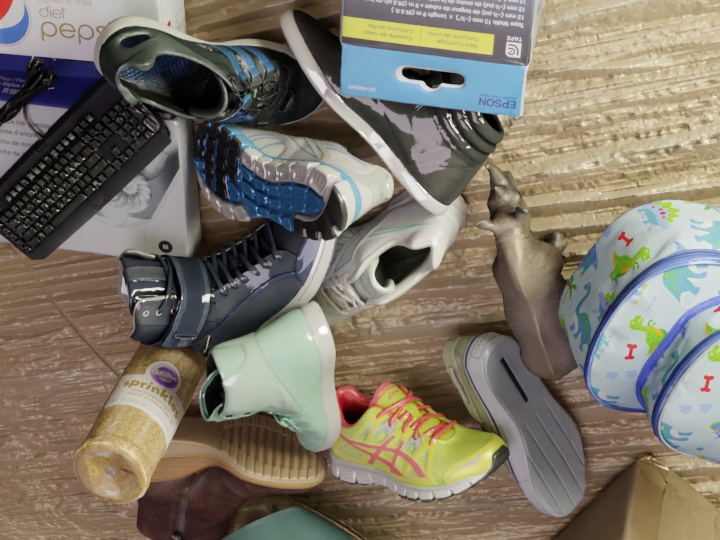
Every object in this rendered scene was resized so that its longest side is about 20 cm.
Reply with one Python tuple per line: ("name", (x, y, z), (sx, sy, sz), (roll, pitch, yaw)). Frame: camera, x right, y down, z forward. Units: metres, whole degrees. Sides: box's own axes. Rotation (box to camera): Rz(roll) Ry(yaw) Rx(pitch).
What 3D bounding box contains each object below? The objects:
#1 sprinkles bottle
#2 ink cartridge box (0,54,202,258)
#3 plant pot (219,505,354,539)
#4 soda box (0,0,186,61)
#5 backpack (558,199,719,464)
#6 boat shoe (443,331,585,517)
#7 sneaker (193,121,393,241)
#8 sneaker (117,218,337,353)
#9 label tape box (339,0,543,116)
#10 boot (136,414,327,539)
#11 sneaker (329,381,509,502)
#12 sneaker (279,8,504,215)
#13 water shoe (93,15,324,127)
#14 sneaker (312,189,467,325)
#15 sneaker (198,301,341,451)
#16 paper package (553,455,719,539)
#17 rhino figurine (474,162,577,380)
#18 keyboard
("sprinkles bottle", (-0.182, 0.112, 1.301), (0.067, 0.201, 0.069), (7, 124, 10))
("ink cartridge box", (-0.236, -0.107, 1.272), (0.197, 0.041, 0.202), (7, 123, 12))
("plant pot", (-0.071, 0.304, 1.421), (0.199, 0.199, 0.136), (-33, 73, 30))
("soda box", (-0.241, -0.211, 1.189), (0.197, 0.064, 0.069), (6, 119, 10))
("backpack", (0.263, 0.046, 1.136), (0.198, 0.148, 0.184), (14, 127, -18))
("boat shoe", (0.137, 0.130, 1.316), (0.062, 0.072, 0.201), (13, 137, 53))
("sneaker", (-0.054, -0.077, 1.208), (0.199, 0.086, 0.076), (24, 123, 40))
("sneaker", (-0.117, -0.002, 1.250), (0.145, 0.077, 0.203), (15, 129, -33))
("label tape box", (0.062, -0.223, 1.089), (0.142, 0.066, 0.202), (8, 119, 10))
("boot", (-0.128, 0.211, 1.446), (0.198, 0.073, 0.167), (10, 136, 7))
("sneaker", (0.040, 0.142, 1.313), (0.198, 0.078, 0.091), (0, 110, 41))
("sneaker", (0.031, -0.147, 1.163), (0.099, 0.071, 0.200), (-40, 101, 19))
("water shoe", (-0.107, -0.135, 1.147), (0.198, 0.079, 0.072), (7, 123, -32))
("sneaker", (0.000, 0.000, 1.252), (0.070, 0.081, 0.200), (44, 125, -16))
("sneaker", (-0.082, 0.106, 1.291), (0.117, 0.074, 0.201), (-19, 147, -11))
("paper package", (0.218, 0.300, 1.317), (0.103, 0.191, 0.200), (33, 126, -7))
("rhino figurine", (0.136, 0.000, 1.209), (0.059, 0.088, 0.202), (-12, 118, 21))
("keyboard", (-0.257, -0.098, 1.247), (0.127, 0.021, 0.200), (44, 121, -13))
